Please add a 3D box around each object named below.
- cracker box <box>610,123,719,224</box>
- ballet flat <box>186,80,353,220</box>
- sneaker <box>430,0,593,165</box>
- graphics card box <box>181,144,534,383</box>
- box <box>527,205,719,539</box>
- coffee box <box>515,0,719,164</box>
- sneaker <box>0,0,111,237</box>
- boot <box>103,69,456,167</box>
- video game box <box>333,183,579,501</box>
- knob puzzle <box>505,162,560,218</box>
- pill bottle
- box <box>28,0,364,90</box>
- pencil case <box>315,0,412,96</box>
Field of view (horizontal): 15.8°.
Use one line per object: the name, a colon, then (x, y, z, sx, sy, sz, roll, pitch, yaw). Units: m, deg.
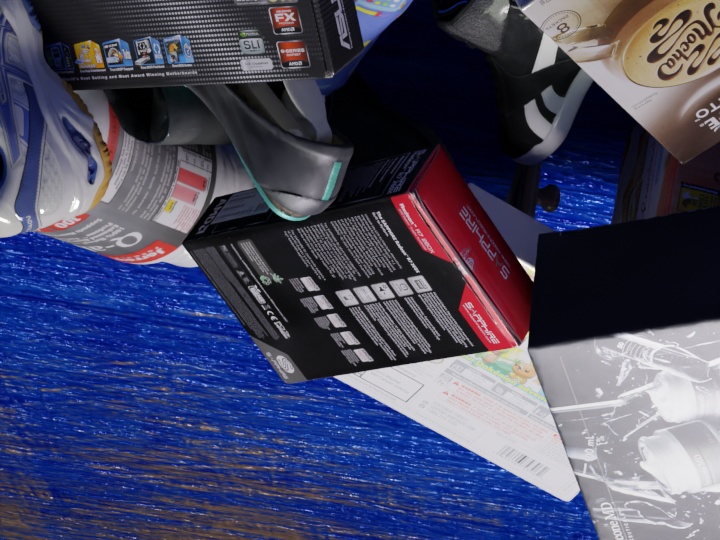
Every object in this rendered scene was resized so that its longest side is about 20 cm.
cracker box: (0.205, -0.053, 1.649, 0.057, 0.135, 0.200, 13, 160, -3)
ballet flat: (-0.070, -0.121, 1.525, 0.200, 0.073, 0.073, 52, 172, 20)
sneaker: (0.089, -0.140, 1.581, 0.111, 0.074, 0.200, 17, 151, -7)
graphics card box: (0.000, 0.000, 1.573, 0.199, 0.051, 0.126, -13, 124, 42)
box: (0.213, 0.069, 1.546, 0.181, 0.105, 0.201, -9, 130, 18)
coffee box: (0.166, -0.154, 1.411, 0.113, 0.080, 0.200, -33, 143, 17)
sneaker: (-0.224, -0.112, 1.474, 0.088, 0.201, 0.075, -27, 168, -32)
boot: (-0.053, -0.090, 1.616, 0.199, 0.066, 0.165, 9, -154, -48)
video game box: (0.103, 0.050, 1.663, 0.199, 0.047, 0.182, 29, 139, -14)
knob puzzle: (0.111, 0.019, 1.799, 0.030, 0.221, 0.220, 10, 160, -1)
pill bottle: (-0.160, -0.068, 1.696, 0.115, 0.117, 0.200, -2, 168, 31)
box: (-0.107, -0.185, 1.448, 0.199, 0.044, 0.161, 0, 115, 28)
pencil case: (-0.008, -0.169, 1.527, 0.078, 0.087, 0.200, 39, 154, -5)
